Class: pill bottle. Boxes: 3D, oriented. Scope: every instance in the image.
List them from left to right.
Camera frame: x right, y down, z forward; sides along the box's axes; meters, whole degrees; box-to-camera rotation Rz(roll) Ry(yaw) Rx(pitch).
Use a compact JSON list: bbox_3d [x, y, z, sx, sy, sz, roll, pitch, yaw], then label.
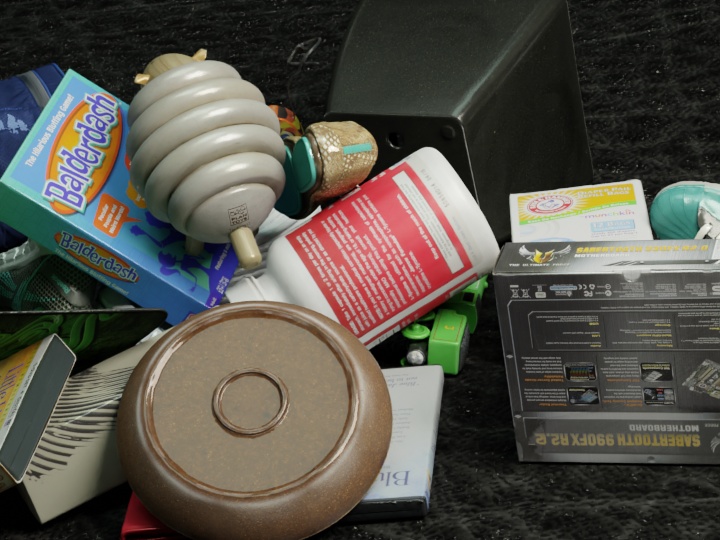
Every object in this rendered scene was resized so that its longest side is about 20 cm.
[{"bbox_3d":[0.000,0.000,1.680,0.200,0.112,0.112,-32,28,-4],"label":"pill bottle"}]

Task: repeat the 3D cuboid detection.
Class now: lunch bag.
[{"bbox_3d":[-0.314,-0.116,2.084,0.132,0.136,0.200,-15,24,-13],"label":"lunch bag"}]

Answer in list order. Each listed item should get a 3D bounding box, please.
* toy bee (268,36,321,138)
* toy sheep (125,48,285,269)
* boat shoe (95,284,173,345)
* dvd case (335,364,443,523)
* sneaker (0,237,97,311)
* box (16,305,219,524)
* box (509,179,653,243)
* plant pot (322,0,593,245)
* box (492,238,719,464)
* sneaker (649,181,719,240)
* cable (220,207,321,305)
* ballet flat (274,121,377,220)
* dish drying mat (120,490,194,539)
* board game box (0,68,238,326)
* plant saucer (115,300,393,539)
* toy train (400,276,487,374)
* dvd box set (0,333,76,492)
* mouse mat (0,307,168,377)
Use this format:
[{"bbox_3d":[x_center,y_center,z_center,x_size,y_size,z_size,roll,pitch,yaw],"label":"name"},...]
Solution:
[{"bbox_3d":[-0.098,-0.120,2.084,0.200,0.109,0.131,-24,24,33],"label":"toy bee"},{"bbox_3d":[-0.119,-0.086,1.682,0.137,0.138,0.200,-20,67,-22],"label":"toy sheep"},{"bbox_3d":[-0.191,0.060,1.747,0.067,0.073,0.200,-53,16,-1],"label":"boat shoe"},{"bbox_3d":[-0.014,0.129,1.603,0.142,0.018,0.200,-5,26,8],"label":"dvd case"},{"bbox_3d":[-0.268,0.025,1.814,0.077,0.092,0.200,4,-15,-22],"label":"sneaker"},{"bbox_3d":[-0.171,0.106,1.608,0.199,0.069,0.082,-27,24,-14],"label":"box"},{"bbox_3d":[0.176,0.019,1.668,0.112,0.102,0.200,-6,25,6],"label":"box"},{"bbox_3d":[0.073,-0.120,1.905,0.199,0.201,0.178,5,36,27],"label":"plant pot"},{"bbox_3d":[0.201,0.058,1.512,0.199,0.159,0.048,-1,28,18],"label":"box"},{"bbox_3d":[0.300,0.004,1.615,0.200,0.072,0.080,31,36,10],"label":"sneaker"},{"bbox_3d":[-0.129,-0.025,1.904,0.199,0.070,0.200,-3,26,13],"label":"cable"},{"bbox_3d":[-0.029,-0.080,1.714,0.065,0.071,0.200,-11,2,-14],"label":"ballet flat"},{"bbox_3d":[-0.125,0.145,1.608,0.076,0.018,0.200,-7,25,9],"label":"dish drying mat"},{"bbox_3d":[-0.186,-0.056,1.748,0.200,0.045,0.152,31,44,-9],"label":"board game box"},{"bbox_3d":[-0.077,0.100,1.531,0.199,0.035,0.201,-1,57,1],"label":"plant saucer"},{"bbox_3d":[0.073,0.026,1.765,0.056,0.042,0.200,6,28,9],"label":"toy train"},{"bbox_3d":[-0.306,0.134,1.563,0.199,0.029,0.147,-26,27,28],"label":"dvd box set"},{"bbox_3d":[-0.254,0.071,1.627,0.160,0.008,0.200,-1,-25,-35],"label":"mouse mat"}]
